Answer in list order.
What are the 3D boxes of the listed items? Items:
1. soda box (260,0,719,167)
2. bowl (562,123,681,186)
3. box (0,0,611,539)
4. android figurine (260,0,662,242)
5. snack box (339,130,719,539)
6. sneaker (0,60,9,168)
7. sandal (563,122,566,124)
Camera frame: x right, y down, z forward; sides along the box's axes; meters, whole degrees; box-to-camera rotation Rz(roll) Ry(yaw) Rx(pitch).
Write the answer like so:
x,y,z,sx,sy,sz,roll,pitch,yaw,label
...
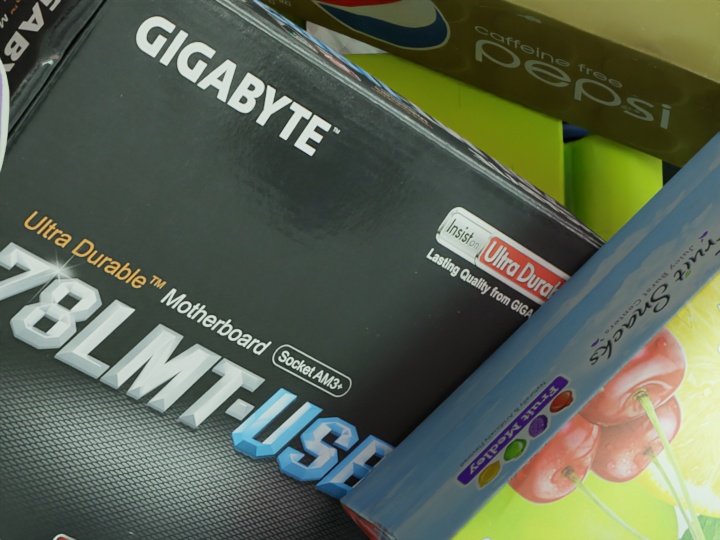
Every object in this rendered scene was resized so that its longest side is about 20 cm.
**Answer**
x,y,z,sx,sy,sz,roll,pitch,yaw,label
0.046,-0.091,0.851,0.200,0.068,0.064,21,71,11,soda box
0.076,0.048,0.898,0.200,0.039,0.201,-1,73,2,bowl
-0.055,0.032,0.744,0.200,0.199,0.050,32,10,-43,box
0.000,0.000,0.874,0.182,0.041,0.200,-3,70,1,android figurine
0.124,0.076,0.772,0.169,0.068,0.200,-45,113,-5,snack box
-0.129,-0.067,0.576,0.114,0.073,0.201,-10,89,-47,sneaker
0.093,-0.056,1.033,0.200,0.045,0.075,39,50,-20,sandal
